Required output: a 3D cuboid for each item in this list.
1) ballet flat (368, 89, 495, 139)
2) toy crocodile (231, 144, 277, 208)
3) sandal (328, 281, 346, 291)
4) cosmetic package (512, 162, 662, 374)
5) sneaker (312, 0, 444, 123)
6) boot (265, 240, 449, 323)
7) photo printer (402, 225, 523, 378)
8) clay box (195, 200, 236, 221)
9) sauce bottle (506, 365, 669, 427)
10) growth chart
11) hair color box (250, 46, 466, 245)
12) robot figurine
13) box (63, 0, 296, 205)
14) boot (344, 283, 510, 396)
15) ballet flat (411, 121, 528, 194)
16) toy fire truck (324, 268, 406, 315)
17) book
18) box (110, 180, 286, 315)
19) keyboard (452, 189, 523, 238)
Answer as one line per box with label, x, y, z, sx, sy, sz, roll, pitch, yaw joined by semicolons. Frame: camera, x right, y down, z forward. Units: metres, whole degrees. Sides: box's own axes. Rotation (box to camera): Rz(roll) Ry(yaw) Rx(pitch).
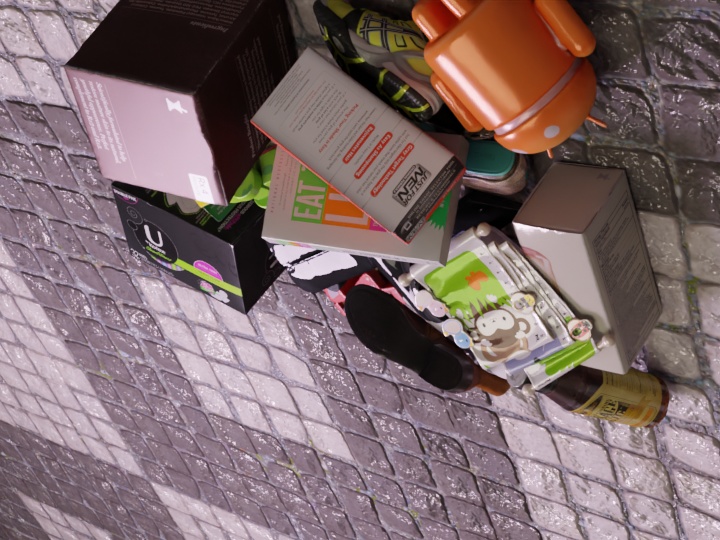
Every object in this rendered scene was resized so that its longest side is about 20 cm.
ballet flat;0.059;-0.180;1.445;0.199;0.046;0.068;25;146;23
toy crocodile;-0.086;-0.116;1.552;0.199;0.062;0.067;-19;162;28
sandal;-0.061;-0.059;1.656;0.076;0.043;0.201;19;141;55
cosmetic package;0.238;-0.002;1.432;0.087;0.103;0.200;12;138;37
sneaker;0.027;-0.225;1.406;0.200;0.076;0.075;43;167;31
boot;0.000;-0.001;1.550;0.200;0.066;0.165;-18;101;45
photo printer;0.167;0.048;1.583;0.200;0.070;0.166;39;148;-16
clay box;-0.196;-0.169;1.667;0.200;0.115;0.048;48;148;-16
sauce bottle;0.251;0.129;1.533;0.199;0.066;0.066;14;160;-27
growth chart;0.146;0.043;1.431;0.200;0.018;0.145;43;125;-5
hair color box;-0.003;-0.126;1.394;0.200;0.102;0.061;40;-178;22
robot figurine;0.139;-0.192;1.278;0.200;0.144;0.117;47;-172;-12
box;-0.185;-0.208;1.504;0.164;0.200;0.166;15;142;21
boot;0.085;0.086;1.695;0.188;0.069;0.200;29;-174;21
ballet flat;0.091;-0.118;1.480;0.199;0.068;0.067;21;172;32
toy fire truck;0.004;-0.015;1.717;0.141;0.049;0.200;51;148;-18
book;0.004;-0.082;1.438;0.199;0.134;0.048;7;170;21
box;-0.199;-0.064;1.798;0.199;0.124;0.149;26;147;23
keyboard;0.088;-0.050;1.555;0.127;0.021;0.200;9;158;-22
